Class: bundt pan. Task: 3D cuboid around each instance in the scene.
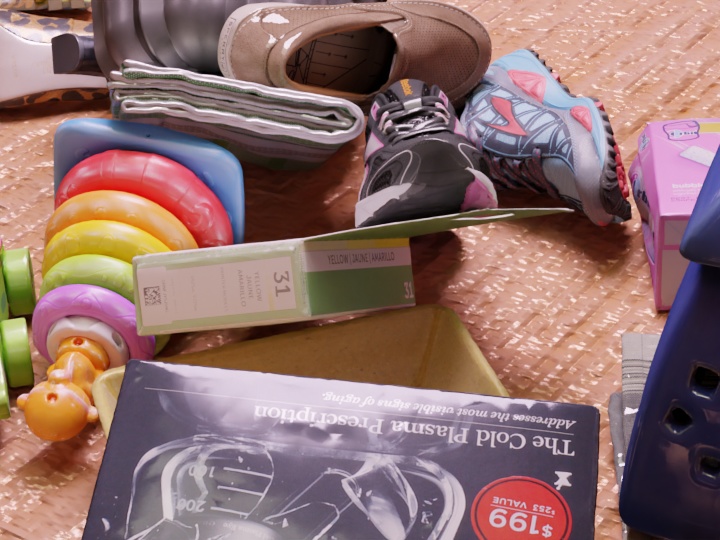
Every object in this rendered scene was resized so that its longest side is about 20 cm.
[{"bbox_3d":[-0.080,-0.141,1.203,0.200,0.202,0.076,0,71,5],"label":"bundt pan"}]

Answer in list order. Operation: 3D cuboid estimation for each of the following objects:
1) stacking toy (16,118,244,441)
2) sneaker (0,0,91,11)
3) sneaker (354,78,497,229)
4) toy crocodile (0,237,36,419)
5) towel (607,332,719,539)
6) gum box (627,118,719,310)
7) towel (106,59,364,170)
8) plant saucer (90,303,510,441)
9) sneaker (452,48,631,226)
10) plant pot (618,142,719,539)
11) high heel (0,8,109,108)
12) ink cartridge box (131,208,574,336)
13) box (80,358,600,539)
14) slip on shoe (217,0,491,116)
[{"bbox_3d":[-0.140,0.020,1.017,0.115,0.110,0.201,11,44,5],"label":"stacking toy"},{"bbox_3d":[-0.268,-0.229,1.422,0.129,0.080,0.200,2,22,7],"label":"sneaker"},{"bbox_3d":[0.028,-0.068,1.060,0.080,0.087,0.200,-7,0,-6],"label":"sneaker"},{"bbox_3d":[-0.220,0.021,1.043,0.067,0.062,0.200,-7,32,-6],"label":"toy crocodile"},{"bbox_3d":[0.222,0.097,0.913,0.198,0.035,0.193,3,35,6],"label":"towel"},{"bbox_3d":[0.258,-0.034,1.082,0.198,0.067,0.114,0,32,5],"label":"gum box"},{"bbox_3d":[-0.081,-0.085,1.125,0.148,0.031,0.200,10,-6,-7],"label":"towel"},{"bbox_3d":[-0.018,0.102,0.904,0.198,0.049,0.200,-11,33,-13],"label":"plant saucer"},{"bbox_3d":[0.103,-0.069,1.167,0.095,0.080,0.200,-23,27,-7],"label":"sneaker"},{"bbox_3d":[0.240,0.014,0.845,0.198,0.181,0.200,12,36,18],"label":"plant pot"},{"bbox_3d":[-0.215,-0.153,1.356,0.199,0.072,0.142,7,7,41],"label":"high heel"},{"bbox_3d":[0.000,0.000,0.973,0.198,0.048,0.145,-5,0,24],"label":"ink cartridge box"},{"bbox_3d":[-0.010,0.144,0.724,0.198,0.105,0.183,5,48,4],"label":"box"},{"bbox_3d":[0.010,-0.129,1.124,0.199,0.077,0.060,1,15,-38],"label":"slip on shoe"}]
